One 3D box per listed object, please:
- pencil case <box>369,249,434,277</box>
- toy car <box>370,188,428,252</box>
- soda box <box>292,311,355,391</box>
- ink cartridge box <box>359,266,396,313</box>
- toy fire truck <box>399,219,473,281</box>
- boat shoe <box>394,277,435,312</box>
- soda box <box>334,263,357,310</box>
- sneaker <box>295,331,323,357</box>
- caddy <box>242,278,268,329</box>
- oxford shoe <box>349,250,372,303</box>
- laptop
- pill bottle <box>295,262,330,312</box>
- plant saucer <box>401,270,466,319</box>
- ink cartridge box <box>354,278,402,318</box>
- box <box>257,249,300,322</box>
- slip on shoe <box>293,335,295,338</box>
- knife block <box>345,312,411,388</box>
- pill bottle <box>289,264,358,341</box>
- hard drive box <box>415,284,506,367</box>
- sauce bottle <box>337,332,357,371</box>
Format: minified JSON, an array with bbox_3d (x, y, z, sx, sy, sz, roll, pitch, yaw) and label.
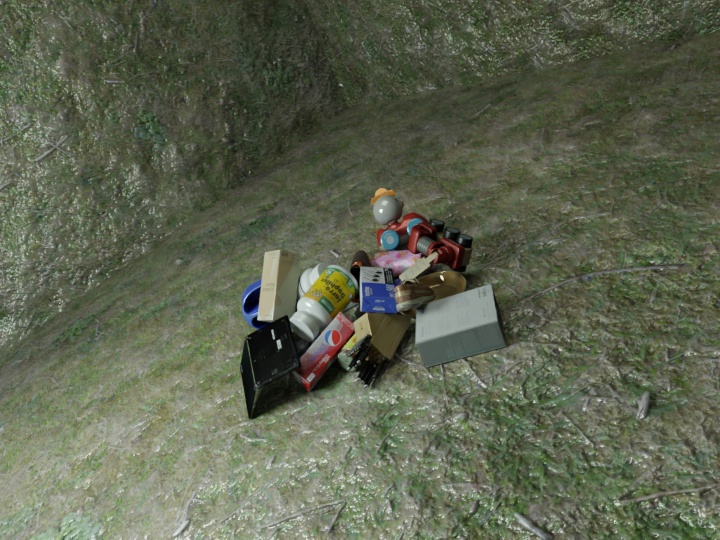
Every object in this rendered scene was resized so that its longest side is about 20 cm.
[{"bbox_3d":[0.124,-0.020,1.739,0.197,0.089,0.088,-6,32,34],"label":"pencil case"},{"bbox_3d":[0.114,-0.175,1.822,0.174,0.204,0.184,-22,-3,6],"label":"toy car"},{"bbox_3d":[-0.091,0.208,1.477,0.063,0.070,0.200,35,65,14],"label":"soda box"},{"bbox_3d":[0.045,0.049,1.518,0.092,0.045,0.201,4,23,-2],"label":"ink cartridge box"},{"bbox_3d":[0.180,-0.047,1.561,0.197,0.131,0.175,-8,30,-37],"label":"toy fire truck"},{"bbox_3d":[0.138,0.052,1.448,0.074,0.073,0.199,-19,-2,21],"label":"boat shoe"},{"bbox_3d":[-0.065,0.052,1.793,0.067,0.064,0.200,-27,26,-6],"label":"soda box"},{"bbox_3d":[-0.145,0.184,1.613,0.110,0.074,0.201,-24,28,0],"label":"sneaker"},{"bbox_3d":[-0.285,0.097,1.824,0.198,0.143,0.105,-32,23,-10],"label":"caddy"},{"bbox_3d":[0.000,0.000,1.689,0.070,0.073,0.202,-2,43,4],"label":"oxford shoe"},{"bbox_3d":[-0.239,0.248,1.484,0.197,0.104,0.179,-27,46,3],"label":"laptop"},{"bbox_3d":[-0.152,0.063,1.715,0.200,0.111,0.112,-41,13,37],"label":"pill bottle"},{"bbox_3d":[0.196,0.074,1.548,0.197,0.036,0.201,-22,26,11],"label":"plant saucer"},{"bbox_3d":[0.074,0.073,1.605,0.198,0.037,0.095,-28,20,40],"label":"ink cartridge box"},{"bbox_3d":[-0.237,0.049,1.674,0.094,0.077,0.205,-8,74,50],"label":"box"},{"bbox_3d":[-0.216,0.195,1.632,0.077,0.060,0.200,-62,-2,-7],"label":"slip on shoe"},{"bbox_3d":[0.052,0.198,1.418,0.197,0.179,0.064,6,-29,-37],"label":"knife block"},{"bbox_3d":[-0.100,0.089,1.543,0.111,0.114,0.201,3,43,44],"label":"pill bottle"},{"bbox_3d":[0.234,0.130,1.366,0.196,0.078,0.157,-17,27,17],"label":"hard drive box"},{"bbox_3d":[0.016,0.173,1.499,0.064,0.065,0.201,-1,37,40],"label":"sauce bottle"}]
